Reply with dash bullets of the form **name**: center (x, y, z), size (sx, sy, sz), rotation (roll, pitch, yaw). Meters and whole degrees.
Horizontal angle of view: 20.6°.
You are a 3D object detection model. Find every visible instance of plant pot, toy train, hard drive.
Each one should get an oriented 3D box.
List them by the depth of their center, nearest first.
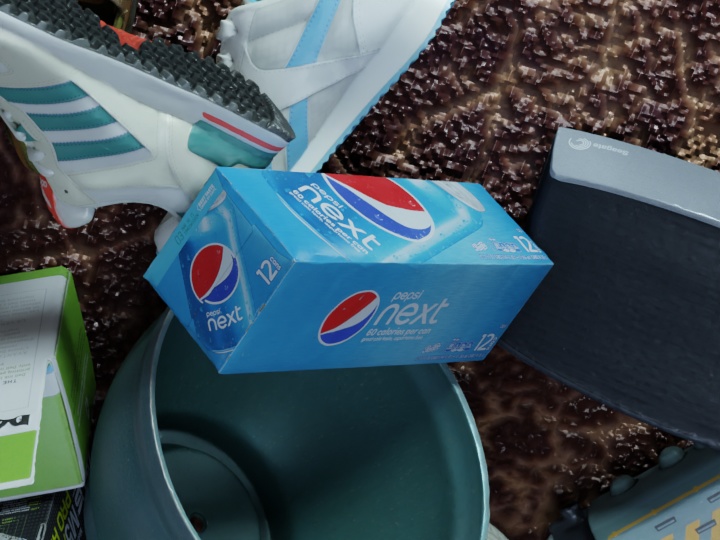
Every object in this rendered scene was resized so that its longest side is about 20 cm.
- **plant pot**: center (-0.055, 0.108, 0.977), size (0.200, 0.201, 0.134), rotation (37, 136, -20)
- **hard drive**: center (0.169, 0.022, 0.982), size (0.199, 0.042, 0.135), rotation (22, 116, 10)
- **toy train**: center (0.197, 0.140, 1.060), size (0.199, 0.085, 0.114), rotation (-31, 94, 15)

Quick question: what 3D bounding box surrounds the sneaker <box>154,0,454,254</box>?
- **sneaker**: center (-0.039, -0.085, 0.937), size (0.081, 0.077, 0.200), rotation (39, 107, -5)

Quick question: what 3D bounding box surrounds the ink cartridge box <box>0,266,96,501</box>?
- **ink cartridge box**: center (-0.208, 0.085, 0.931), size (0.147, 0.200, 0.076), rotation (-10, 118, 1)

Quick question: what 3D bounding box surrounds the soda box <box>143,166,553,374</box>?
- **soda box**: center (0.000, 0.000, 0.917), size (0.200, 0.064, 0.068), rotation (0, 132, -52)

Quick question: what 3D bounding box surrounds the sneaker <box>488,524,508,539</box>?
- **sneaker**: center (0.071, 0.211, 1.094), size (0.084, 0.075, 0.200), rotation (-35, 108, 31)

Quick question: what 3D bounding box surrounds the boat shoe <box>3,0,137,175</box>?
- **boat shoe**: center (-0.127, -0.139, 0.897), size (0.071, 0.068, 0.201), rotation (3, 116, -5)

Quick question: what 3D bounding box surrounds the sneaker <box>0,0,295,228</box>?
- **sneaker**: center (-0.132, -0.067, 0.857), size (0.199, 0.070, 0.094), rotation (23, 109, -23)

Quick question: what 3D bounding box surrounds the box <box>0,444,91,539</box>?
- **box**: center (-0.238, 0.146, 0.972), size (0.199, 0.160, 0.044), rotation (-10, 119, 7)
